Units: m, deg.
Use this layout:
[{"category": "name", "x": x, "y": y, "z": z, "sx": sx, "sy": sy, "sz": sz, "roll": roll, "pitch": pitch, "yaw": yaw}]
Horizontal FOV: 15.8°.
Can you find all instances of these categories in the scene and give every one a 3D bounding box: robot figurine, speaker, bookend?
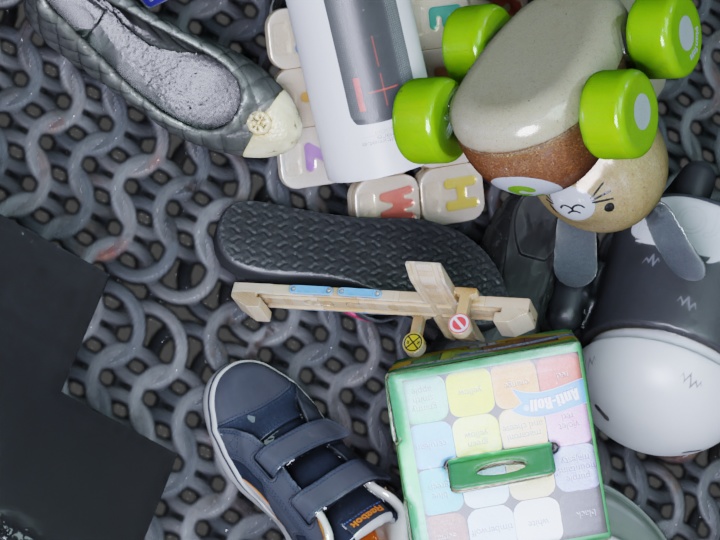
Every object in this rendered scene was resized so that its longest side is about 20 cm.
[{"category": "robot figurine", "x": 0.218, "y": 0.029, "z": 1.765, "sx": 0.125, "sy": 0.150, "sz": 0.201, "roll": 50, "pitch": 51, "yaw": -49}, {"category": "speaker", "x": -0.005, "y": -0.160, "z": 1.663, "sx": 0.081, "sy": 0.081, "sz": 0.201, "roll": -20, "pitch": 105, "yaw": -30}, {"category": "bookend", "x": -0.196, "y": 0.082, "z": 1.560, "sx": 0.198, "sy": 0.092, "sz": 0.201, "roll": 29, "pitch": 63, "yaw": -18}]

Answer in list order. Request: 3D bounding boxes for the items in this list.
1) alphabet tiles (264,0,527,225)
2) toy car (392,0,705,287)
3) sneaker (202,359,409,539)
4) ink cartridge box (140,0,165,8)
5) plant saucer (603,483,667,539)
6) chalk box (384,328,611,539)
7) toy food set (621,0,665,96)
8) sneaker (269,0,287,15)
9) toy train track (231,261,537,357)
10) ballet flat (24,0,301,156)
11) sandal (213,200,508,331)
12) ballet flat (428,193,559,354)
[{"category": "alphabet tiles", "x": 0.031, "y": -0.126, "z": 1.735, "sx": 0.195, "sy": 0.015, "sz": 0.201, "roll": -9, "pitch": 100, "yaw": -25}, {"category": "toy car", "x": 0.142, "y": -0.064, "z": 1.658, "sx": 0.158, "sy": 0.164, "sz": 0.201, "roll": -57, "pitch": 135, "yaw": -40}, {"category": "sneaker", "x": -0.023, "y": 0.139, "z": 1.637, "sx": 0.078, "sy": 0.079, "sz": 0.201, "roll": -31, "pitch": 89, "yaw": -29}, {"category": "ink cartridge box", "x": -0.087, "y": -0.254, "z": 1.737, "sx": 0.199, "sy": 0.037, "sz": 0.095, "roll": -30, "pitch": 75, "yaw": -28}, {"category": "plant saucer", "x": 0.146, "y": 0.229, "z": 1.709, "sx": 0.199, "sy": 0.050, "sz": 0.201, "roll": 8, "pitch": 72, "yaw": -25}, {"category": "chalk box", "x": 0.084, "y": 0.109, "z": 1.599, "sx": 0.124, "sy": 0.200, "sz": 0.125, "roll": -9, "pitch": 90, "yaw": 2}, {"category": "toy food set", "x": 0.144, "y": -0.167, "z": 1.769, "sx": 0.144, "sy": 0.060, "sz": 0.201, "roll": -50, "pitch": 130, "yaw": -50}, {"category": "sneaker", "x": 0.021, "y": -0.214, "z": 1.775, "sx": 0.199, "sy": 0.076, "sz": 0.076, "roll": -31, "pitch": 123, "yaw": -15}, {"category": "toy train track", "x": 0.012, "y": 0.031, "z": 1.642, "sx": 0.199, "sy": 0.115, "sz": 0.033, "roll": 4, "pitch": 66, "yaw": 20}, {"category": "ballet flat", "x": -0.128, "y": -0.127, "z": 1.660, "sx": 0.199, "sy": 0.057, "sz": 0.067, "roll": 28, "pitch": 98, "yaw": -10}, {"category": "sandal", "x": 0.000, "y": 0.000, "z": 1.707, "sx": 0.199, "sy": 0.045, "sz": 0.075, "roll": 12, "pitch": 54, "yaw": -4}, {"category": "ballet flat", "x": 0.090, "y": 0.036, "z": 1.744, "sx": 0.066, "sy": 0.057, "sz": 0.201, "roll": 27, "pitch": 71, "yaw": -2}]
